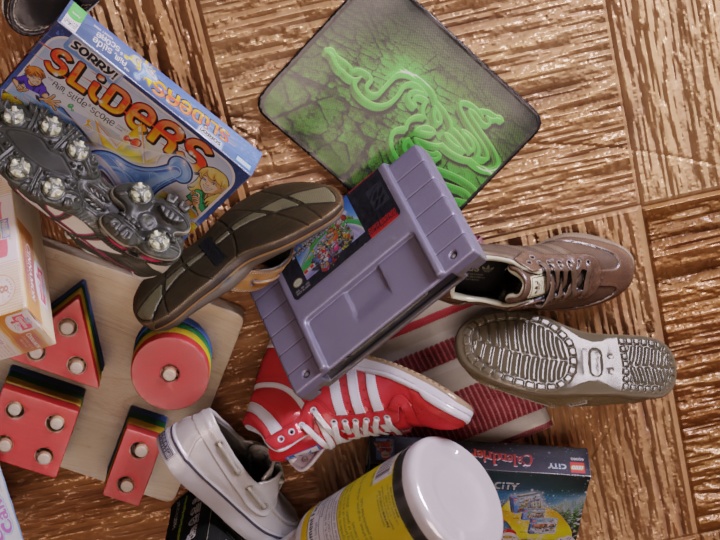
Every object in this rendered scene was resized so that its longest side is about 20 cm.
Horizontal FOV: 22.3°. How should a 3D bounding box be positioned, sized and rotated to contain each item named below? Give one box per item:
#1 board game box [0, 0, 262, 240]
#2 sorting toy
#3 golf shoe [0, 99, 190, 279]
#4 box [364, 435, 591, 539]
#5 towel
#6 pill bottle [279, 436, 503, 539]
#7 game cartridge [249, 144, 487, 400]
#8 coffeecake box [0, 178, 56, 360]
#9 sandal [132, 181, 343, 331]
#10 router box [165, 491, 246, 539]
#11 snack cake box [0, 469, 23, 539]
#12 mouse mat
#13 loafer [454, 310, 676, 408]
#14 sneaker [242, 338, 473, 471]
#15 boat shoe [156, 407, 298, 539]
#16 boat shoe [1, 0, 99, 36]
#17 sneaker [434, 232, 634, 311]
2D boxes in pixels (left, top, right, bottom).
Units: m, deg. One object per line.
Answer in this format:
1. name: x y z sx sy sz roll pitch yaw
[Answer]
1. board game box: -0.198 -0.113 1.506 0.200 0.035 0.135 38 129 -15
2. sorting toy: -0.227 0.099 1.598 0.199 0.070 0.200 19 110 -9
3. golf shoe: -0.237 -0.057 1.492 0.199 0.077 0.088 35 145 -5
4. box: 0.099 0.216 1.654 0.198 0.038 0.137 4 127 -3
5. towel: 0.074 0.079 1.625 0.143 0.023 0.201 -22 113 5
6. pill bottle: 0.016 0.234 1.568 0.114 0.115 0.200 43 125 -17
7. game cartridge: 0.000 0.000 1.534 0.200 0.130 0.038 -40 148 17
8. coffeecake box: -0.363 0.007 1.508 0.198 0.154 0.073 -16 150 5
9. sandal: -0.099 -0.006 1.547 0.200 0.082 0.055 -37 131 -4
10. router box: -0.093 0.299 1.639 0.062 0.150 0.200 -36 108 16
11. snack cake box: -0.372 0.179 1.580 0.114 0.067 0.202 -10 100 34
12. mouse mat: 0.033 -0.133 1.545 0.200 0.008 0.161 40 106 -17
13. loafer: 0.174 0.087 1.593 0.198 0.077 0.068 11 155 -9
14. sneaker: -0.008 0.129 1.559 0.199 0.071 0.113 17 74 26
15. boat shoe: -0.100 0.181 1.608 0.065 0.072 0.200 -33 132 10
16. boat shoe: -0.209 -0.252 1.460 0.199 0.060 0.074 -33 113 12
17. sneaker: 0.147 0.012 1.556 0.198 0.076 0.071 -1 110 -13
